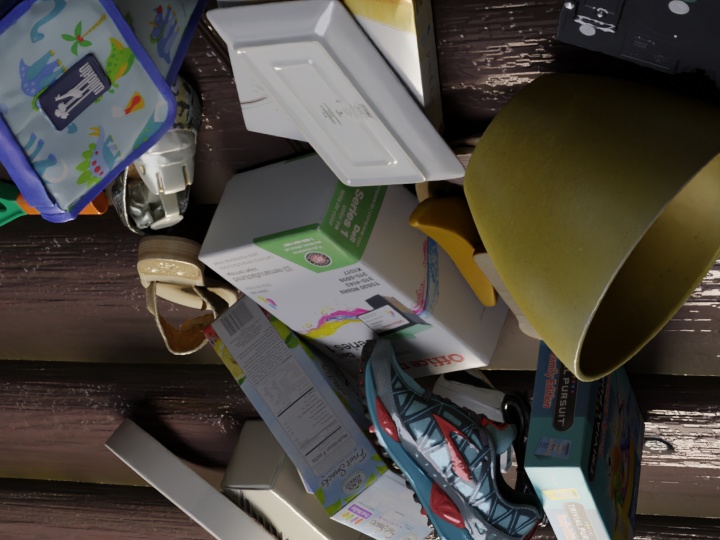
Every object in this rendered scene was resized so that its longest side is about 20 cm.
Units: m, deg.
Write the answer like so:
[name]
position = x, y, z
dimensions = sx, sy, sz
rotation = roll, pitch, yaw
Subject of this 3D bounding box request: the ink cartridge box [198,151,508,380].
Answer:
[ink cartridge box]
position = 0.000, 0.000, 1.718
dimensions = 0.145, 0.084, 0.200
rotation = -12, 139, 46

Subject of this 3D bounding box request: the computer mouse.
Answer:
[computer mouse]
position = 0.098, 0.133, 1.823
dimensions = 0.044, 0.110, 0.200
rotation = -12, -164, -19

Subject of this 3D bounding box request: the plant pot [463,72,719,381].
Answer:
[plant pot]
position = 0.153, -0.049, 1.460
dimensions = 0.142, 0.200, 0.200
rotation = 39, 158, 21

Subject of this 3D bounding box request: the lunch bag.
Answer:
[lunch bag]
position = -0.198, -0.157, 1.448
dimensions = 0.127, 0.200, 0.170
rotation = 4, 147, 27

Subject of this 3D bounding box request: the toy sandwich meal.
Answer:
[toy sandwich meal]
position = 0.127, -0.022, 1.614
dimensions = 0.205, 0.070, 0.205
rotation = 15, 151, 8

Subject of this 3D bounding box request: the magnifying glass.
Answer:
[magnifying glass]
position = -0.299, -0.060, 1.874
dimensions = 0.200, 0.022, 0.080
rotation = 3, 147, 32

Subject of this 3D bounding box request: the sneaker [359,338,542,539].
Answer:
[sneaker]
position = 0.073, 0.129, 1.714
dimensions = 0.095, 0.079, 0.200
rotation = -29, 102, 13

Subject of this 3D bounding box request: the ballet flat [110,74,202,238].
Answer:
[ballet flat]
position = -0.150, -0.080, 1.687
dimensions = 0.072, 0.072, 0.200
rotation = 20, 154, 0

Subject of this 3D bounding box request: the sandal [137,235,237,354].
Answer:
[sandal]
position = -0.150, 0.033, 1.827
dimensions = 0.077, 0.070, 0.212
rotation = 4, 165, 6

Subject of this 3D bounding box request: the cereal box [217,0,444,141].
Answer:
[cereal box]
position = -0.020, -0.151, 1.514
dimensions = 0.144, 0.040, 0.200
rotation = 12, 151, 14

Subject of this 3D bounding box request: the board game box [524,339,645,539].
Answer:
[board game box]
position = 0.182, 0.139, 1.773
dimensions = 0.047, 0.151, 0.200
rotation = -2, 146, 18

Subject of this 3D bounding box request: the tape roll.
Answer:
[tape roll]
position = -0.163, 0.220, 2.168
dimensions = 0.203, 0.037, 0.203
rotation = 39, 171, 7

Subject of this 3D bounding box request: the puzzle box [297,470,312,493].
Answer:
[puzzle box]
position = -0.012, 0.138, 1.997
dimensions = 0.133, 0.025, 0.200
rotation = 5, 139, 24

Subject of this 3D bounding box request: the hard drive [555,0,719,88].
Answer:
[hard drive]
position = 0.198, -0.187, 1.317
dimensions = 0.139, 0.038, 0.200
rotation = 17, 152, 6

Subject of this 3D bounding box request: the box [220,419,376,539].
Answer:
[box]
position = -0.044, 0.227, 2.150
dimensions = 0.068, 0.082, 0.200
rotation = -4, 142, 38

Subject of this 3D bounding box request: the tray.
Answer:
[tray]
position = -0.016, -0.113, 1.514
dimensions = 0.107, 0.022, 0.200
rotation = -3, 146, 33

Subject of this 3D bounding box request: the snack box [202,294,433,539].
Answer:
[snack box]
position = -0.023, 0.123, 1.808
dimensions = 0.200, 0.068, 0.169
rotation = 52, -173, 27
